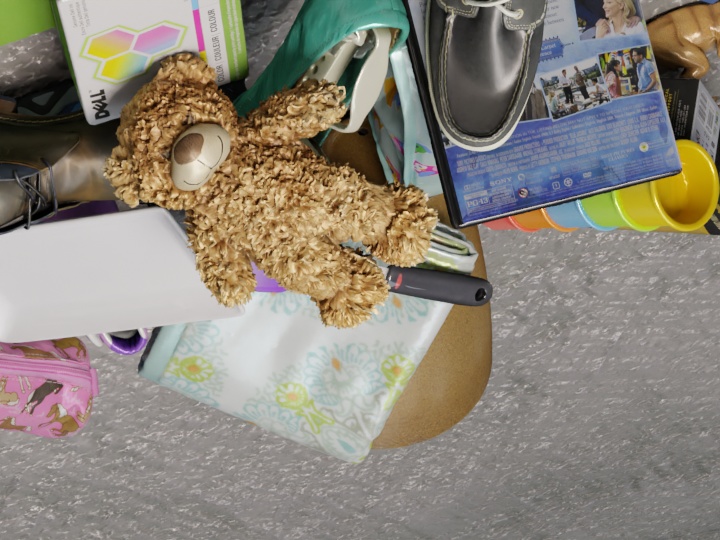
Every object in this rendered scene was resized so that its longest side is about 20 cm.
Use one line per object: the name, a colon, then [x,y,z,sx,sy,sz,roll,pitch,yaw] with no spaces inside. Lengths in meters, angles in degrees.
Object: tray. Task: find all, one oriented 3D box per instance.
tray: [-0.177,-0.002,1.724,0.199,0.022,0.107,-7,139,31]

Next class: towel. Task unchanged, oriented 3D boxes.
towel: [-0.036,0.025,1.804,0.171,0.048,0.200,25,121,-8]

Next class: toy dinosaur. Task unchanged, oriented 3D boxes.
toy dinosaur: [0.209,-0.153,1.883,0.199,0.060,0.106,-19,128,-1]

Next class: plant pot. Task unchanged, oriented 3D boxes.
plant pot: [0.009,-0.009,1.893,0.186,0.187,0.200,-13,141,-15]

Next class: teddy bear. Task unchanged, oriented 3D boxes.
teddy bear: [-0.050,-0.041,1.578,0.145,0.067,0.200,-32,117,17]

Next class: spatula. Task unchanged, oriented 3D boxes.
spatula: [0.000,0.000,1.721,0.199,0.021,0.057,12,104,-27]

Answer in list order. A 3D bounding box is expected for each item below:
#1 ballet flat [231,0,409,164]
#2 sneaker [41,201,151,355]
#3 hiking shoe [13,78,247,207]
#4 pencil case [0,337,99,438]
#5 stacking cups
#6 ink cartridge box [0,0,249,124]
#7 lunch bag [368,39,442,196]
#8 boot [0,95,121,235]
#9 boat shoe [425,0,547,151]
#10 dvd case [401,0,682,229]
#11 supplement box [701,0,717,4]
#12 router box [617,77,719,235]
ballet flat: [-0.035,-0.095,1.620,0.067,0.070,0.200,4,132,-43]
sneaker: [-0.172,0.019,1.860,0.072,0.115,0.201,-22,157,3]
hiking shoe: [-0.159,-0.075,1.702,0.199,0.087,0.074,-22,155,4]
pencil case: [-0.282,0.076,1.935,0.200,0.086,0.083,9,112,-48]
stacking cups: [0.155,-0.050,1.832,0.060,0.061,0.200,-2,178,-34]
ink cartridge box: [-0.173,-0.146,1.557,0.199,0.076,0.148,-18,156,-6]
lunch bag: [0.086,-0.139,1.718,0.170,0.122,0.200,-16,161,-6]
boot: [-0.181,-0.049,1.624,0.199,0.097,0.075,7,132,15]
boat shoe: [0.074,-0.169,1.567,0.072,0.201,0.068,10,-175,6]
dvd case: [0.099,-0.137,1.613,0.142,0.201,0.018,-14,178,-3]
supplement box: [0.178,-0.282,1.388,0.134,0.200,0.200,9,143,-46]
router box: [0.185,-0.081,1.912,0.157,0.052,0.200,4,164,23]
